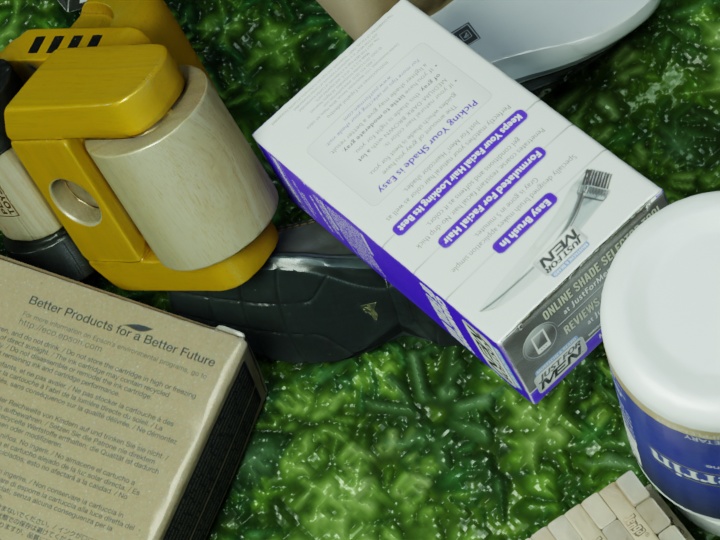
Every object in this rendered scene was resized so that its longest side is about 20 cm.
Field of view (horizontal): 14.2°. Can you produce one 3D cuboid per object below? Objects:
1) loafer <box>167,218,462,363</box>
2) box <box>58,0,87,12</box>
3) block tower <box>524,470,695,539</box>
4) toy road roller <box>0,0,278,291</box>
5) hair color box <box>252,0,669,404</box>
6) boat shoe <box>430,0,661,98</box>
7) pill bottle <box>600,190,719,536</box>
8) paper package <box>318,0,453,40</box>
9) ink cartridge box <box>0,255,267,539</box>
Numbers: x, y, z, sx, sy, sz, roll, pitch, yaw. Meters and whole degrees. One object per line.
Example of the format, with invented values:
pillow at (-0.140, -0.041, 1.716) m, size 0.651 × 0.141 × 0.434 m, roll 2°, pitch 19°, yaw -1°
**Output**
loafer at (0.000, 0.000, 1.499) m, size 0.199 × 0.073 × 0.072 m, roll -1°, pitch 40°, yaw 12°
box at (-0.185, -0.268, 1.593) m, size 0.049 × 0.160 × 0.200 m, roll -24°, pitch 61°, yaw -27°
block tower at (0.075, 0.175, 1.405) m, size 0.200 × 0.058 × 0.054 m, roll -34°, pitch 65°, yaw -7°
toy road roller at (-0.116, -0.079, 1.497) m, size 0.200 × 0.123 × 0.146 m, roll 3°, pitch 45°, yaw 43°
hair color box at (0.052, -0.037, 1.412) m, size 0.109 × 0.065 × 0.200 m, roll -42°, pitch 50°, yaw -9°
boat shoe at (0.069, -0.111, 1.535) m, size 0.199 × 0.057 × 0.069 m, roll -25°, pitch 55°, yaw -2°
pill bottle at (0.179, 0.052, 1.362) m, size 0.115 × 0.200 × 0.116 m, roll -4°, pitch 66°, yaw 10°
paper package at (-0.023, -0.246, 1.525) m, size 0.103 × 0.200 × 0.191 m, roll -37°, pitch 64°, yaw -9°
ink cartridge box at (-0.170, 0.088, 1.477) m, size 0.199 × 0.075 × 0.165 m, roll 18°, pitch 69°, yaw 18°
